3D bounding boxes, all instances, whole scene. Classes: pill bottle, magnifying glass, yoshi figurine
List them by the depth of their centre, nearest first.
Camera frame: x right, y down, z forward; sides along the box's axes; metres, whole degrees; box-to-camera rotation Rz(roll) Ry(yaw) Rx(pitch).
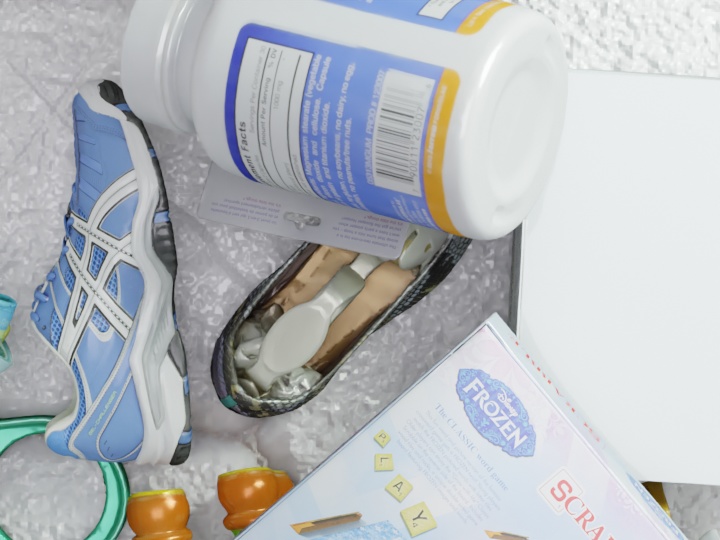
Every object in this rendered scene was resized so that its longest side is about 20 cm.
[{"bbox_3d":[-0.011,-0.089,1.384,0.199,0.112,0.113,16,93,27],"label":"pill bottle"},{"bbox_3d":[-0.062,0.209,1.489,0.112,0.112,0.201,-22,74,45],"label":"yoshi figurine"},{"bbox_3d":[-0.216,0.097,1.512,0.199,0.022,0.080,20,93,1],"label":"magnifying glass"}]

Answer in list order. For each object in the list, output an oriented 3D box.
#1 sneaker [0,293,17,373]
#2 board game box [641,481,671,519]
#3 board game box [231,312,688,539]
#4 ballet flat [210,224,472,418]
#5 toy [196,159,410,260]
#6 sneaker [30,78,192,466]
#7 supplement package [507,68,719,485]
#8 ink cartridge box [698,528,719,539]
[{"bbox_3d":[-0.217,0.080,1.464,0.130,0.080,0.201,-23,92,2],"label":"sneaker"},{"bbox_3d":[0.101,0.219,1.469,0.152,0.040,0.201,-14,110,2],"label":"board game box"},{"bbox_3d":[0.053,0.160,1.384,0.199,0.041,0.200,-40,89,11],"label":"board game box"},{"bbox_3d":[0.000,0.000,1.479,0.072,0.072,0.200,43,92,-1],"label":"ballet flat"},{"bbox_3d":[0.003,-0.105,1.473,0.115,0.047,0.201,12,80,24],"label":"toy"},{"bbox_3d":[-0.132,0.003,1.476,0.076,0.076,0.201,-6,90,-6],"label":"sneaker"},{"bbox_3d":[0.153,0.003,1.454,0.155,0.111,0.201,3,93,1],"label":"supplement package"},{"bbox_3d":[0.179,0.261,1.445,0.200,0.043,0.198,40,102,-16],"label":"ink cartridge box"}]
